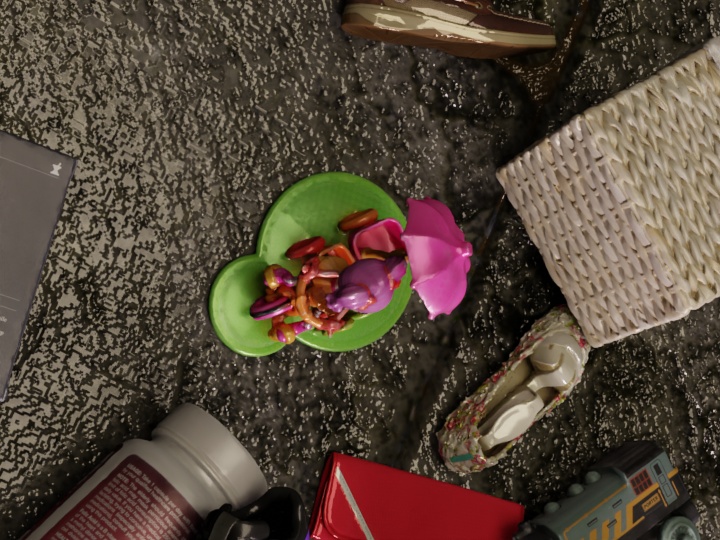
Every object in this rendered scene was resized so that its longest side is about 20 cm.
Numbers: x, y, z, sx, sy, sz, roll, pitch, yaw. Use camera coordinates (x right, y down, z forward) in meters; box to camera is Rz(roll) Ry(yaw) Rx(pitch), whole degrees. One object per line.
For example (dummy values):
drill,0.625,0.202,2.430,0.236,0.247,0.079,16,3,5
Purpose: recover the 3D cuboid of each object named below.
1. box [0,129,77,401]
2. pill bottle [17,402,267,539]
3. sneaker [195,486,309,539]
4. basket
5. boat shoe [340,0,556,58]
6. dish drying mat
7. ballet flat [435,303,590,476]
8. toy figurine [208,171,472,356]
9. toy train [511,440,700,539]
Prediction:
box,-0.328,-0.023,1.139,0.199,0.104,0.183,21,79,-26
pill bottle,-0.171,0.200,1.207,0.200,0.114,0.114,-43,107,-22
sneaker,-0.105,0.216,1.140,0.200,0.069,0.100,-37,145,-46
basket,0.251,-0.057,1.379,0.160,0.198,0.201,-28,88,-22
boat shoe,0.079,-0.226,1.382,0.199,0.072,0.072,5,87,-21
dish drying mat,0.052,0.214,1.377,0.199,0.018,0.077,19,78,-26
ballet flat,0.148,0.105,1.407,0.200,0.064,0.076,-46,108,-22
toy figurine,0.000,0.000,1.265,0.200,0.184,0.151,-27,100,-25
toy train,0.213,0.236,1.426,0.200,0.085,0.114,-29,96,-28
